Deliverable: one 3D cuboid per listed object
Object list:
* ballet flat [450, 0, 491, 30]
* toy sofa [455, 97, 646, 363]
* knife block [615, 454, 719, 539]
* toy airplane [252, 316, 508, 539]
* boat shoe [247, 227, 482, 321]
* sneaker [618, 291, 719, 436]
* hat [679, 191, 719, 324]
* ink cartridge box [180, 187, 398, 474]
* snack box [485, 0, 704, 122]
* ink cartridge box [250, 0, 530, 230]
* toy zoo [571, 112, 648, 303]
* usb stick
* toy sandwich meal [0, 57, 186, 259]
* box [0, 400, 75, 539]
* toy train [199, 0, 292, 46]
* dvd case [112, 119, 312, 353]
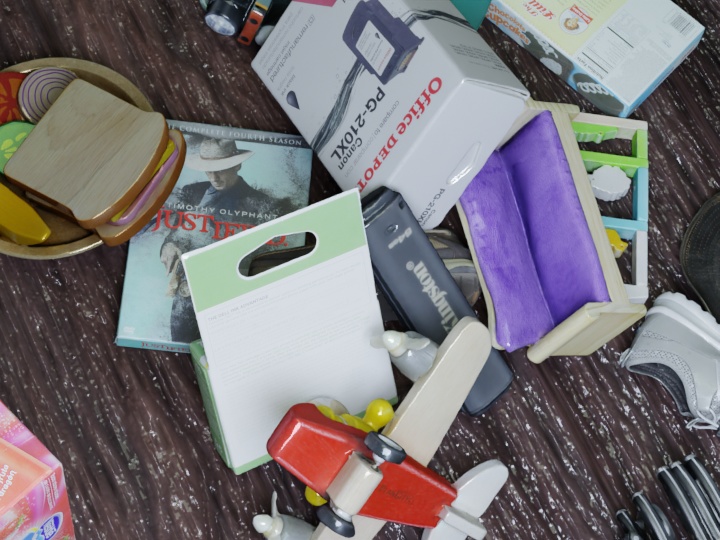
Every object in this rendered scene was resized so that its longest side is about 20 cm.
[{"bbox_3d":[0.055,-0.199,1.461,0.067,0.068,0.201,8,64,38],"label":"ballet flat"},{"bbox_3d":[0.141,-0.034,1.354,0.097,0.083,0.201,2,62,-34],"label":"toy sofa"},{"bbox_3d":[0.284,0.244,1.293,0.199,0.064,0.176,21,64,2],"label":"knife block"},{"bbox_3d":[0.011,0.142,1.254,0.199,0.200,0.141,-27,45,-29],"label":"toy airplane"},{"bbox_3d":[0.000,0.000,1.364,0.199,0.075,0.074,2,47,-24],"label":"boat shoe"},{"bbox_3d":[0.295,0.108,1.363,0.200,0.075,0.082,38,72,22],"label":"sneaker"},{"bbox_3d":[0.370,-0.006,1.410,0.199,0.081,0.202,6,59,-10],"label":"hat"},{"bbox_3d":[-0.056,0.040,1.272,0.145,0.201,0.048,-22,33,-17],"label":"ink cartridge box"},{"bbox_3d":[0.193,-0.234,1.519,0.200,0.037,0.116,41,67,12],"label":"snack box"},{"bbox_3d":[0.020,-0.152,1.363,0.084,0.145,0.200,7,38,-46],"label":"ink cartridge box"},{"bbox_3d":[0.177,-0.043,1.437,0.130,0.020,0.201,8,64,-4],"label":"toy zoo"},{"bbox_3d":[0.054,0.026,1.320,0.055,0.033,0.200,-37,112,-9],"label":"usb stick"},{"bbox_3d":[-0.246,-0.097,1.360,0.204,0.070,0.206,0,65,0],"label":"toy sandwich meal"},{"bbox_3d":[-0.267,0.160,1.177,0.103,0.200,0.095,43,68,13],"label":"box"},{"bbox_3d":[-0.062,-0.277,1.482,0.114,0.085,0.201,26,64,-6],"label":"toy train"},{"bbox_3d":[-0.116,-0.026,1.386,0.145,0.022,0.201,7,63,-5],"label":"dvd case"}]
